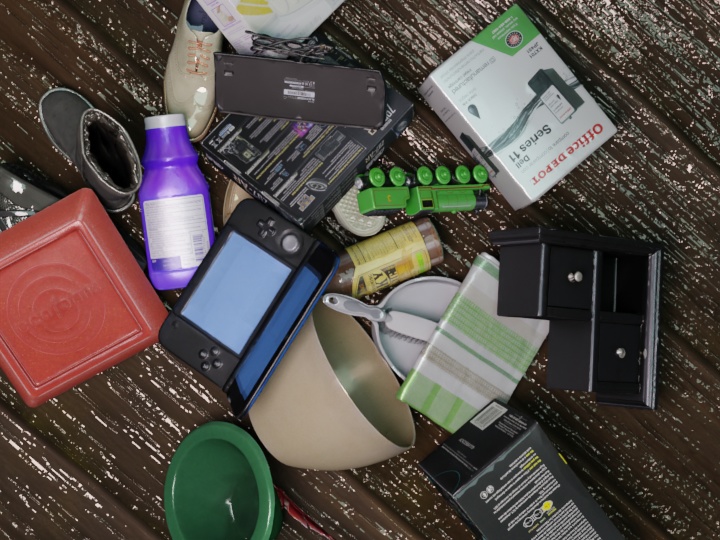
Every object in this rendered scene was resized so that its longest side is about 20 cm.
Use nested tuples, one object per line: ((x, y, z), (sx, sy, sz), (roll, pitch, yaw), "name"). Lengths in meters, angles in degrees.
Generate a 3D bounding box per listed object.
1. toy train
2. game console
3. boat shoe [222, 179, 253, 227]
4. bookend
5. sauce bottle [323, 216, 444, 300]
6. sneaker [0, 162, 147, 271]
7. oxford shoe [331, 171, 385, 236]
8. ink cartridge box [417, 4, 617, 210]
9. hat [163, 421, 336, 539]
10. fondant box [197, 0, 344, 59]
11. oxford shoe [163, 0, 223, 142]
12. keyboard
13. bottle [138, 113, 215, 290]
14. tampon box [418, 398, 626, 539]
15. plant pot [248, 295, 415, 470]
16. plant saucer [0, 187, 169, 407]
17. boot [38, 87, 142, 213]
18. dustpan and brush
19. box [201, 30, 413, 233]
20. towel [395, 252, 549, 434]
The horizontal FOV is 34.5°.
((0.077, -0.093, 1.370), (0.200, 0.042, 0.057), (-5, 81, -37), "toy train")
((-0.125, 0.034, 1.252), (0.170, 0.118, 0.200), (33, 91, 15), "game console")
((-0.128, -0.030, 1.366), (0.073, 0.069, 0.201), (1, 86, -6), "boat shoe")
((0.250, 0.058, 1.356), (0.200, 0.092, 0.199), (7, 85, -32), "bookend")
((0.000, 0.000, 1.384), (0.200, 0.065, 0.065), (-23, 89, -6), "sauce bottle")
((-0.351, -0.029, 1.342), (0.199, 0.076, 0.114), (29, 104, -19), "sneaker")
((-0.026, -0.125, 1.395), (0.075, 0.058, 0.200), (-25, 75, -2), "oxford shoe")
((0.190, -0.195, 1.409), (0.147, 0.083, 0.200), (-40, 92, -7), "ink cartridge box")
((-0.110, 0.280, 1.369), (0.165, 0.176, 0.200), (-33, 64, 28), "hat")
((-0.125, -0.352, 1.344), (0.200, 0.058, 0.144), (50, 61, -19), "fondant box")
((-0.197, -0.253, 1.370), (0.071, 0.074, 0.201), (5, 86, -6), "oxford shoe")
((-0.066, -0.221, 1.316), (0.199, 0.040, 0.104), (7, 125, 3), "keyboard")
((-0.216, -0.080, 1.349), (0.083, 0.065, 0.201), (-8, 96, -5), "bottle")
((0.188, 0.273, 1.328), (0.126, 0.150, 0.200), (-39, 102, -7), "tampon box")
((-0.048, 0.148, 1.317), (0.134, 0.200, 0.201), (-33, 91, 15), "plant pot")
((-0.341, 0.039, 1.306), (0.199, 0.037, 0.200), (-28, 109, 1), "plant saucer")
((-0.302, -0.145, 1.287), (0.073, 0.200, 0.182), (-38, 91, -7), "boot")
((0.039, 0.059, 1.361), (0.200, 0.057, 0.140), (17, 83, -20), "dustpan and brush")
((-0.060, -0.163, 1.356), (0.160, 0.044, 0.200), (38, 76, 14), "box")
((0.139, 0.096, 1.386), (0.149, 0.031, 0.200), (35, 84, -30), "towel")
